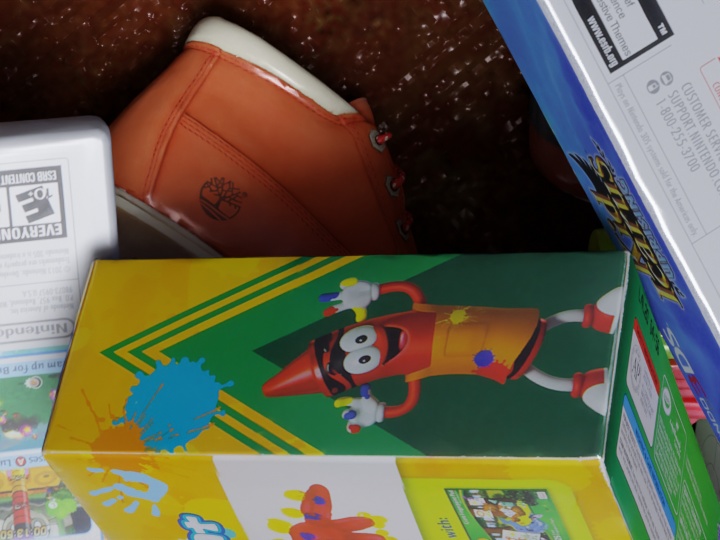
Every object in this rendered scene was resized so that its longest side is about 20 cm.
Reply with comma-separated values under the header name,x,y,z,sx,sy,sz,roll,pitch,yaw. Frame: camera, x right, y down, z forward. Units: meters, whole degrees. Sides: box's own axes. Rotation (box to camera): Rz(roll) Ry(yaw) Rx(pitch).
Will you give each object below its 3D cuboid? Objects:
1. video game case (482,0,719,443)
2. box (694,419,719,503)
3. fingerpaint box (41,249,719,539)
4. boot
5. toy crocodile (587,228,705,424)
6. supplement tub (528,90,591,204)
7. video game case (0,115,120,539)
name,x,y,z,sx,sy,sz,roll,pitch,yaw
video game case,0.146,-0.064,0.721,0.181,0.045,0.200,-31,100,-14
box,0.185,0.071,0.865,0.106,0.152,0.201,1,113,-7
fingerpaint box,0.019,0.076,0.771,0.166,0.074,0.200,-1,146,20
boot,0.000,0.000,0.846,0.200,0.075,0.107,36,69,-17
toy crocodile,0.101,0.026,0.833,0.067,0.200,0.062,1,75,-8
supplement tub,0.110,-0.123,0.801,0.107,0.107,0.201,-1,113,-6
video game case,-0.170,0.049,0.768,0.199,0.024,0.183,-5,112,-7
